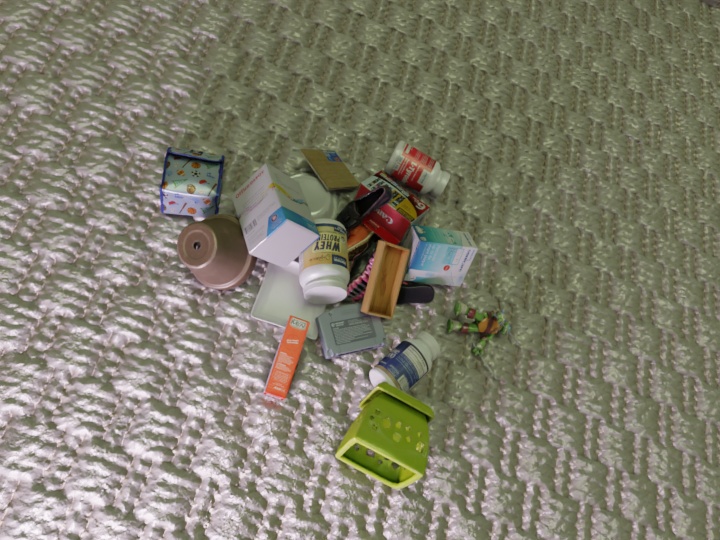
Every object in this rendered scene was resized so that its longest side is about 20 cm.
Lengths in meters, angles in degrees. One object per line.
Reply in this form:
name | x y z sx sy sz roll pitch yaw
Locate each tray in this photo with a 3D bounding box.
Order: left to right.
tray | 0.070 0.027 1.608 0.097 0.037 0.206 14 92 -37

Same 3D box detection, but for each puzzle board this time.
puzzle board | -0.091 -0.308 1.744 0.152 0.017 0.199 54 28 10

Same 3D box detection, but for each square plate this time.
square plate | -0.189 0.074 1.607 0.193 0.029 0.205 20 64 -8

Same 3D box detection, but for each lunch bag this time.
lunch bag | -0.474 -0.266 1.617 0.165 0.125 0.204 7 52 -13

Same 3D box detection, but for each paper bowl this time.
paper bowl | -0.162 -0.196 1.686 0.195 0.105 0.206 6 68 -14

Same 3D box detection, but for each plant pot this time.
plant pot | -0.386 -0.058 1.481 0.194 0.174 0.207 -1 84 11
plant pot | 0.070 0.414 1.452 0.195 0.201 0.184 27 55 -3

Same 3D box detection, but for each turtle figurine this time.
turtle figurine | 0.357 0.178 1.661 0.189 0.145 0.204 16 60 -5

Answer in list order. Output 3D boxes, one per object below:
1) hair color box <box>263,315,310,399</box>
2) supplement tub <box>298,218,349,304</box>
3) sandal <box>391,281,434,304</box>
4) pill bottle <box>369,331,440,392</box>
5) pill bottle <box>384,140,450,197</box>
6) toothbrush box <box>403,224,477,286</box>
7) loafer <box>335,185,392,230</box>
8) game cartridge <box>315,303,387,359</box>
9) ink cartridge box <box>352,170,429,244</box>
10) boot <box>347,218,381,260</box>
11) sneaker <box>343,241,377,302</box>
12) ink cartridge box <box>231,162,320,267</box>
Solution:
hair color box | -0.193 0.229 1.485 0.060 0.102 0.205 18 74 -7
supplement tub | -0.102 -0.024 1.578 0.140 0.145 0.205 2 64 -15
sandal | 0.120 0.063 1.683 0.194 0.077 0.045 4 24 -2
pill bottle | 0.127 0.260 1.575 0.198 0.111 0.112 -37 81 -26
pill bottle | 0.185 -0.321 1.835 0.197 0.113 0.114 30 63 -2
toothbrush box | 0.227 -0.042 1.691 0.195 0.149 0.086 6 36 -22
loafer | 0.001 -0.185 1.646 0.197 0.063 0.073 -33 78 13
game cartridge | -0.027 0.164 1.597 0.195 0.040 0.137 -7 73 -30
ink cartridge box | 0.081 -0.188 1.716 0.198 0.085 0.175 38 40 11
boot | -0.016 -0.108 1.714 0.107 0.075 0.199 43 55 8
sneaker | 0.000 0.000 1.652 0.201 0.079 0.095 -49 51 -6
ink cartridge box | -0.229 -0.146 1.527 0.145 0.146 0.203 24 36 -52
